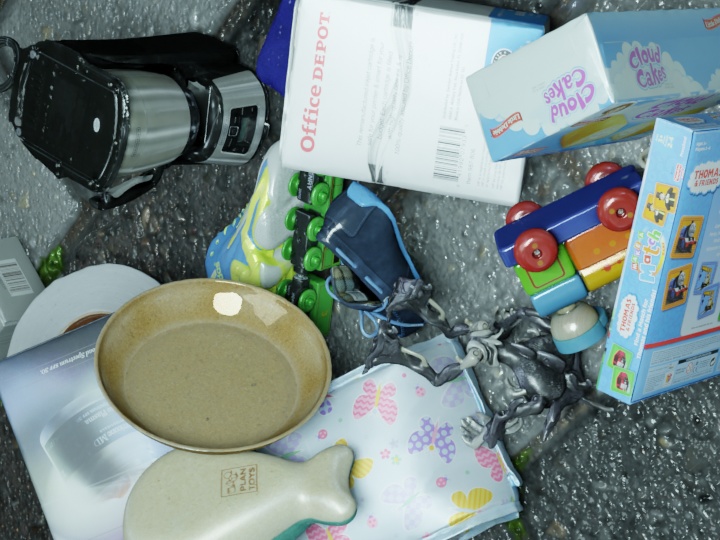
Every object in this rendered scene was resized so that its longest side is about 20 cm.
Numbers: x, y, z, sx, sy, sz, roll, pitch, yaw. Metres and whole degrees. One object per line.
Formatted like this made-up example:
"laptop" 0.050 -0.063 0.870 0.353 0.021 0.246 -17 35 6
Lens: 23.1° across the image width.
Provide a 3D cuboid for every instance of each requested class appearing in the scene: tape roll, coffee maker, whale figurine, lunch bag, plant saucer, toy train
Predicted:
"tape roll" -0.245 0.099 1.718 0.198 0.066 0.203 -4 75 17
"coffee maker" -0.209 -0.164 1.615 0.193 0.199 0.135 51 124 20
"whale figurine" -0.093 0.206 1.444 0.198 0.104 0.160 -14 42 8
"lunch bag" 0.028 0.169 1.511 0.199 0.127 0.171 -28 78 14
"plant saucer" -0.124 0.087 1.472 0.200 0.199 0.036 39 140 30
"toy train" -0.041 -0.027 1.579 0.041 0.056 0.202 24 117 36
"toy train" 0.213 -0.024 1.353 0.198 0.085 0.117 -26 108 8

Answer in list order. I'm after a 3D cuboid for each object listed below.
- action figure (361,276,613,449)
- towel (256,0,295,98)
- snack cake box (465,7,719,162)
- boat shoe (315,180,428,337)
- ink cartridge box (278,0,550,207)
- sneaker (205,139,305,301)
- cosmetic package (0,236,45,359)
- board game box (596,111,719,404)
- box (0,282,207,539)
"action figure" 0.108 0.076 1.432 0.198 0.120 0.102 21 156 1
"towel" 0.005 -0.184 1.530 0.200 0.049 0.149 39 113 31
"snack cake box" 0.183 -0.137 1.273 0.114 0.199 0.068 -22 83 41
"boat shoe" 0.000 0.000 1.475 0.084 0.069 0.201 36 163 37
"ink cartridge box" 0.044 -0.145 1.414 0.198 0.084 0.146 10 107 7
"sneaker" -0.102 -0.033 1.625 0.104 0.075 0.202 23 113 37
"cosmetic package" -0.426 0.064 1.921 0.200 0.090 0.107 -45 71 33
"board game box" 0.245 -0.014 1.273 0.036 0.150 0.202 25 112 37
"box" -0.199 0.140 1.592 0.198 0.123 0.200 -23 86 5
